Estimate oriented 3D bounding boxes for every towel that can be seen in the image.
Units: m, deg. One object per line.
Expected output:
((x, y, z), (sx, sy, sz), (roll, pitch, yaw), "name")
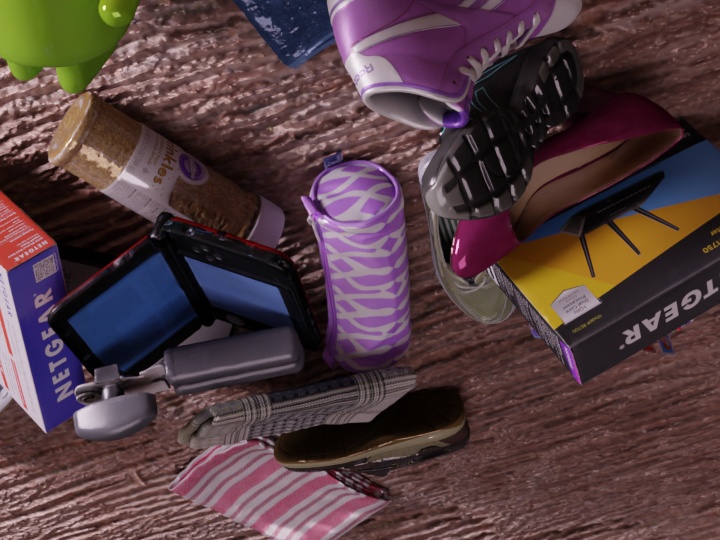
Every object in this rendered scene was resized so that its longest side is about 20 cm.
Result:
((-0.062, 0.132, 1.321), (0.191, 0.035, 0.200), (-10, 171, -17), "towel")
((-0.085, 0.238, 1.534), (0.199, 0.030, 0.146), (31, 130, -25), "towel")
((-0.004, -0.231, 1.045), (0.199, 0.049, 0.112), (-23, 129, 25), "towel")

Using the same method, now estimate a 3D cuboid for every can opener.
((-0.143, 0.100, 1.215), (0.198, 0.068, 0.053), (-11, 158, 1), "can opener")

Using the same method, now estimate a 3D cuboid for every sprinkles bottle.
((-0.159, -0.069, 1.203), (0.199, 0.069, 0.068), (31, 129, -25), "sprinkles bottle")

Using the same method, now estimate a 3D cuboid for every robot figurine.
((-0.222, -0.226, 1.016), (0.174, 0.116, 0.201), (17, 138, 15), "robot figurine")

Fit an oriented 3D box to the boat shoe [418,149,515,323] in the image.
((0.089, -0.014, 1.245), (0.071, 0.062, 0.201), (-12, 134, 15), "boat shoe")

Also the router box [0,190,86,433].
((-0.312, 0.014, 1.232), (0.049, 0.179, 0.201), (-32, 144, -28), "router box")

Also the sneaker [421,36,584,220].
((0.094, -0.101, 1.071), (0.079, 0.200, 0.076), (1, 125, 40), "sneaker")

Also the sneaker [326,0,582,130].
((0.080, -0.153, 1.033), (0.199, 0.115, 0.073), (-10, 157, -20), "sneaker")

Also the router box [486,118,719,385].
((0.212, -0.019, 1.121), (0.199, 0.149, 0.051), (-30, 134, -7), "router box")

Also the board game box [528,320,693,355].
((0.246, 0.026, 1.248), (0.198, 0.039, 0.158), (4, 137, -29), "board game box")

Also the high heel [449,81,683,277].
((0.154, -0.062, 1.093), (0.096, 0.201, 0.068), (27, 163, 38), "high heel")

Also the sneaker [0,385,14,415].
((-0.419, 0.107, 1.396), (0.199, 0.071, 0.108), (-24, 131, 29), "sneaker")

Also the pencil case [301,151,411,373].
((0.000, 0.000, 1.249), (0.085, 0.084, 0.201), (-27, 136, -19), "pencil case")

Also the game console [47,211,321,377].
((-0.138, 0.049, 1.209), (0.171, 0.120, 0.200), (18, 161, 13), "game console")

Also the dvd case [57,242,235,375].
((-0.218, 0.044, 1.356), (0.198, 0.018, 0.143), (13, 135, -9), "dvd case")

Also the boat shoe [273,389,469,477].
((0.013, 0.174, 1.433), (0.198, 0.074, 0.065), (-12, 128, 15), "boat shoe")
